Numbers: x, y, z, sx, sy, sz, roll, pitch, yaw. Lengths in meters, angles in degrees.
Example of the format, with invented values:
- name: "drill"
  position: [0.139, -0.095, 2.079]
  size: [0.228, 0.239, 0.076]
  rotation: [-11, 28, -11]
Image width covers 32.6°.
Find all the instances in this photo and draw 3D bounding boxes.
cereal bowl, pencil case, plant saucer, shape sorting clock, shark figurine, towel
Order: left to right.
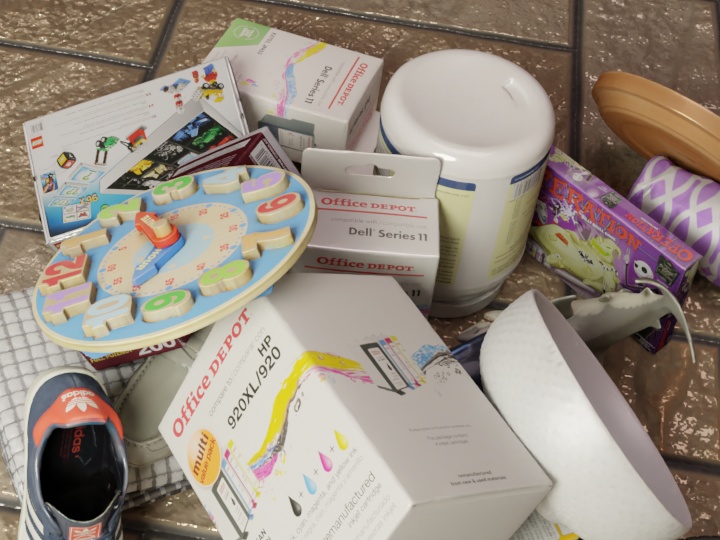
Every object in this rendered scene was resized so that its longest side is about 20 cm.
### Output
- name: "towel"
  position: [-0.205, 0.100, 0.952]
  size: [0.164, 0.086, 0.201]
  rotation: [-13, 56, -27]
- name: "shape sorting clock"
  position: [-0.123, -0.015, 0.809]
  size: [0.198, 0.039, 0.201]
  rotation: [-18, 32, 12]
- name: "cereal bowl"
  position: [0.146, 0.117, 0.876]
  size: [0.083, 0.200, 0.201]
  rotation: [-35, 52, 12]
- name: "shark figurine"
  position: [0.202, 0.059, 1.026]
  size: [0.127, 0.213, 0.091]
  rotation: [-4, 84, -48]
- name: "plant saucer"
  position: [0.301, -0.118, 1.152]
  size: [0.199, 0.200, 0.033]
  rotation: [34, 91, 22]
- name: "pencil case"
  position: [0.336, -0.029, 1.133]
  size: [0.199, 0.084, 0.085]
  rotation: [36, 16, 21]

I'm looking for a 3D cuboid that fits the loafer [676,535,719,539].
- name: "loafer"
  position: [0.201, 0.247, 0.887]
  size: [0.198, 0.073, 0.072]
  rotation: [-11, 60, -10]

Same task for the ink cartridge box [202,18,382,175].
- name: "ink cartridge box"
  position: [-0.052, -0.166, 1.200]
  size: [0.198, 0.068, 0.118]
  rotation: [17, 44, 8]

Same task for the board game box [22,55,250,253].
- name: "board game box"
  position: [-0.195, -0.104, 1.106]
  size: [0.198, 0.035, 0.128]
  rotation: [-17, 68, 1]

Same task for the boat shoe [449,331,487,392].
- name: "boat shoe"
  position: [0.049, 0.089, 0.986]
  size: [0.198, 0.084, 0.069]
  rotation: [-15, 76, -16]

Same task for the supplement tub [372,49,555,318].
- name: "supplement tub"
  position: [0.080, -0.070, 1.055]
  size: [0.143, 0.201, 0.146]
  rotation: [3, 48, -4]

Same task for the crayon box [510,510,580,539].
- name: "crayon box"
  position: [0.048, 0.184, 0.928]
  size: [0.198, 0.052, 0.126]
  rotation: [-11, 51, -17]

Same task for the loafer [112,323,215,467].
- name: "loafer"
  position: [-0.119, 0.061, 0.908]
  size: [0.069, 0.070, 0.200]
  rotation: [30, 48, 8]

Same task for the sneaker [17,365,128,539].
- name: "sneaker"
  position: [-0.187, 0.169, 0.814]
  size: [0.074, 0.203, 0.084]
  rotation: [-10, 19, -23]

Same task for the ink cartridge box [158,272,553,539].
- name: "ink cartridge box"
  position: [-0.010, 0.120, 0.813]
  size: [0.144, 0.148, 0.200]
  rotation: [3, 39, -46]

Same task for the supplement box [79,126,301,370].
- name: "supplement box"
  position: [-0.135, -0.019, 0.940]
  size: [0.108, 0.061, 0.201]
  rotation: [-16, 29, 40]

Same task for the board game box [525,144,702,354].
- name: "board game box"
  position: [0.203, -0.028, 1.088]
  size: [0.032, 0.121, 0.200]
  rotation: [-31, 58, -30]

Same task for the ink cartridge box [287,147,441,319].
- name: "ink cartridge box"
  position: [0.000, 0.000, 0.984]
  size: [0.116, 0.201, 0.068]
  rotation: [4, 48, -3]

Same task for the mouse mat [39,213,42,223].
- name: "mouse mat"
  position: [-0.185, -0.079, 1.163]
  size: [0.160, 0.008, 0.201]
  rotation: [24, 49, 13]
